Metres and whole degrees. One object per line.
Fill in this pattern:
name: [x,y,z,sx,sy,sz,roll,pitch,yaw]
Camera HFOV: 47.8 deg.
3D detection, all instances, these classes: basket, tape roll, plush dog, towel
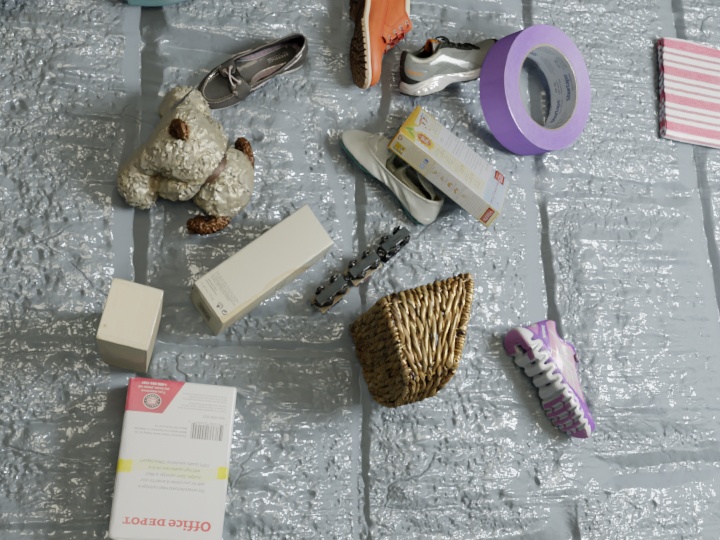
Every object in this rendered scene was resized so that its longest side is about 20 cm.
basket: [0.088,0.105,1.144,0.146,0.200,0.146,-15,79,-19]
tape roll: [0.290,-0.296,1.344,0.196,0.065,0.205,1,88,-32]
plush dog: [-0.224,-0.151,1.167,0.171,0.159,0.203,38,69,-31]
towel: [0.614,-0.326,1.500,0.143,0.030,0.205,7,77,-14]

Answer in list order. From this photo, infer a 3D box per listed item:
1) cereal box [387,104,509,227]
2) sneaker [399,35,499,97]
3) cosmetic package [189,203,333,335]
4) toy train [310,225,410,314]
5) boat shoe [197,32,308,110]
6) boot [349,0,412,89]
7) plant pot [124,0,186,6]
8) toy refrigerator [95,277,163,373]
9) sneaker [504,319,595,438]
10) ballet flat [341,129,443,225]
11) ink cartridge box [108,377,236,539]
cereal box: [0.143,-0.166,1.276,0.199,0.040,0.144,39,30,-3]
sneaker: [0.150,-0.349,1.334,0.197,0.074,0.081,-24,121,-21]
cosmetic package: [-0.142,0.000,1.159,0.199,0.104,0.074,-36,88,-20]
toy train: [0.000,0.000,1.231,0.199,0.046,0.034,-38,76,-24]
boat shoe: [-0.167,-0.315,1.257,0.198,0.057,0.068,-32,86,-21]
boot: [0.037,-0.386,1.328,0.105,0.075,0.205,9,73,-18]
plant pot: [-0.305,-0.513,1.207,0.199,0.196,0.198,-36,87,-10]
toy refrigerator: [-0.297,0.075,1.043,0.069,0.200,0.078,15,73,-10]
sneaker: [0.312,0.161,1.263,0.088,0.080,0.202,-28,84,-28]
ballet flat: [0.056,-0.161,1.273,0.200,0.069,0.069,46,69,-1]
ink cartridge box: [-0.247,0.253,1.074,0.142,0.083,0.205,8,74,-13]
